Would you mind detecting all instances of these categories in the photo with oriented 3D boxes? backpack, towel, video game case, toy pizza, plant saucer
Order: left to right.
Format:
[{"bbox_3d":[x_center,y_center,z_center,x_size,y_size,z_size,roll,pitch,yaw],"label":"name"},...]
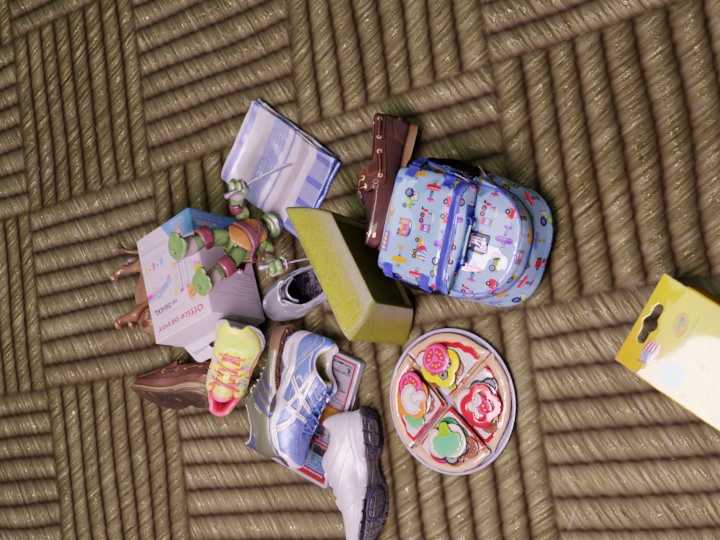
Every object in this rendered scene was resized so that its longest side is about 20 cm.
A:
[{"bbox_3d":[-0.130,-0.159,1.544,0.199,0.024,0.148,38,110,28],"label":"towel"},{"bbox_3d":[-0.077,0.209,1.507,0.142,0.017,0.203,22,101,32],"label":"video game case"},{"bbox_3d":[0.000,0.000,1.355,0.048,0.199,0.202,-31,72,19],"label":"plant saucer"},{"bbox_3d":[0.121,0.182,1.367,0.198,0.032,0.204,-1,89,33],"label":"toy pizza"},{"bbox_3d":[0.143,-0.044,1.297,0.198,0.134,0.185,22,102,28],"label":"backpack"}]

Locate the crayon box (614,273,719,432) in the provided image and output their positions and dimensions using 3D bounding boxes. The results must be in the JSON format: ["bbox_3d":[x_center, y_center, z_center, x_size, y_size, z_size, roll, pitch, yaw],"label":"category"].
[{"bbox_3d":[0.417,0.106,1.160,0.199,0.051,0.128,37,108,28],"label":"crayon box"}]

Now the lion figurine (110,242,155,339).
[{"bbox_3d":[-0.355,0.031,1.664,0.121,0.072,0.203,-20,74,24],"label":"lion figurine"}]

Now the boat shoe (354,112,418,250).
[{"bbox_3d":[0.026,-0.125,1.374,0.070,0.069,0.203,126,158,-64],"label":"boat shoe"}]

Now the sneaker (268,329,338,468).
[{"bbox_3d":[-0.081,0.188,1.441,0.076,0.075,0.203,1,80,32],"label":"sneaker"}]

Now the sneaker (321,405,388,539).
[{"bbox_3d":[-0.011,0.301,1.431,0.086,0.074,0.203,-8,76,30],"label":"sneaker"}]

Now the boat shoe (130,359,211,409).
[{"bbox_3d":[-0.301,0.186,1.634,0.198,0.072,0.068,-7,52,41],"label":"boat shoe"}]

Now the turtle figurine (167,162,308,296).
[{"bbox_3d":[-0.167,-0.058,1.436,0.198,0.193,0.146,4,117,46],"label":"turtle figurine"}]

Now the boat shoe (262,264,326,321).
[{"bbox_3d":[-0.089,0.025,1.480,0.199,0.071,0.071,-24,76,37],"label":"boat shoe"}]

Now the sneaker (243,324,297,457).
[{"bbox_3d":[-0.142,0.183,1.498,0.089,0.067,0.204,-1,88,34],"label":"sneaker"}]

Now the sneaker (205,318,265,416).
[{"bbox_3d":[-0.192,0.150,1.476,0.077,0.091,0.201,15,140,1],"label":"sneaker"}]

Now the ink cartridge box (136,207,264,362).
[{"bbox_3d":[-0.248,0.028,1.544,0.128,0.125,0.203,-28,66,29],"label":"ink cartridge box"}]
